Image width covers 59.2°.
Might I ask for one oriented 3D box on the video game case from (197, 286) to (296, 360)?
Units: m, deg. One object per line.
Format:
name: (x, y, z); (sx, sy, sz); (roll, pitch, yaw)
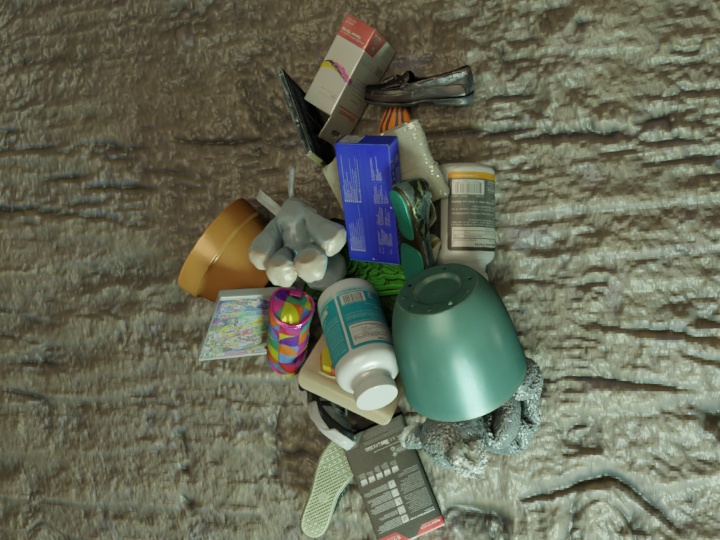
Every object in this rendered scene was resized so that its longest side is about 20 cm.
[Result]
video game case: (-0.208, 0.098, 1.150); (0.202, 0.140, 0.018); (-60, 43, 44)

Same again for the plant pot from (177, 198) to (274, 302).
plant pot: (-0.223, -0.011, 1.182); (0.139, 0.200, 0.202); (35, 103, 0)

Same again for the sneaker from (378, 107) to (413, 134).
sneaker: (0.048, -0.196, 1.106); (0.076, 0.112, 0.206); (6, 92, 21)

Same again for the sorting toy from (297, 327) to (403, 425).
sorting toy: (0.009, 0.144, 1.110); (0.181, 0.037, 0.202); (20, 60, 19)

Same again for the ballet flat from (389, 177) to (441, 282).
ballet flat: (0.096, -0.054, 0.994); (0.072, 0.075, 0.203); (6, 132, 21)

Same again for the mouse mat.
mouse mat: (0.000, 0.000, 1.160); (0.195, 0.008, 0.165); (16, 81, 20)

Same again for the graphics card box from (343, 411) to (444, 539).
graphics card box: (0.056, 0.369, 1.120); (0.123, 0.051, 0.204); (-23, 83, 1)

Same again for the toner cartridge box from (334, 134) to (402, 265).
toner cartridge box: (0.019, -0.112, 1.017); (0.093, 0.043, 0.205); (8, 122, 24)

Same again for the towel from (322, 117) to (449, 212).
towel: (0.039, -0.150, 1.033); (0.196, 0.035, 0.135); (-17, 111, 34)

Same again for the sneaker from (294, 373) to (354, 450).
sneaker: (-0.042, 0.216, 1.128); (0.114, 0.075, 0.200); (-46, 39, 2)

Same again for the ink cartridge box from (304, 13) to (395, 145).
ink cartridge box: (-0.028, -0.331, 1.133); (0.067, 0.116, 0.203); (33, 100, 18)

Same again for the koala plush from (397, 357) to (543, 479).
koala plush: (0.171, 0.240, 0.994); (0.175, 0.198, 0.189); (13, 121, 47)

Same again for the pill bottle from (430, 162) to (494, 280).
pill bottle: (0.167, -0.070, 1.059); (0.113, 0.116, 0.206); (1, 91, 21)

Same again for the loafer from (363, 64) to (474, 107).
loafer: (0.100, -0.324, 1.101); (0.194, 0.072, 0.064); (4, 124, 14)

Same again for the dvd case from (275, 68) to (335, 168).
dvd case: (-0.086, -0.250, 1.112); (0.016, 0.200, 0.152); (-22, 83, 11)

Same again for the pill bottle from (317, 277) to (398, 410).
pill bottle: (0.000, 0.121, 1.038); (0.110, 0.110, 0.203); (-33, 50, 18)

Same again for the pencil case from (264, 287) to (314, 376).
pencil case: (-0.127, 0.110, 1.127); (0.086, 0.202, 0.090); (5, 57, -8)

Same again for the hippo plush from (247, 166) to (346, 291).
hippo plush: (-0.106, -0.030, 1.105); (0.158, 0.162, 0.201); (-37, 60, -9)

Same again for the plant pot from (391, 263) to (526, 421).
plant pot: (0.135, 0.091, 0.946); (0.195, 0.202, 0.164); (-11, 119, 20)

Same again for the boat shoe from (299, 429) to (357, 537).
boat shoe: (-0.055, 0.388, 1.174); (0.073, 0.062, 0.204); (23, 84, 2)
